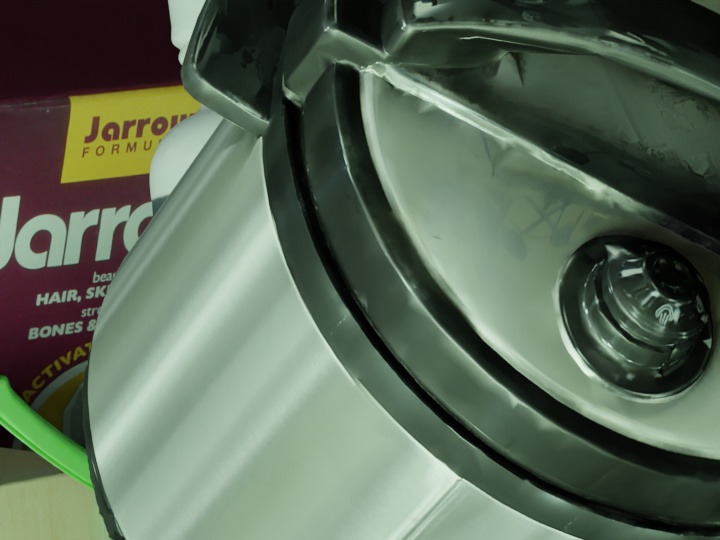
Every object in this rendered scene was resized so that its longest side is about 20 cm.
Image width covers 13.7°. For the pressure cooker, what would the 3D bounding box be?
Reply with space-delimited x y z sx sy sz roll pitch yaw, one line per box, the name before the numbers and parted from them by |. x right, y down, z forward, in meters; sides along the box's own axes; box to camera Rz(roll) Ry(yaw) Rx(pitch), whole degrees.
pressure cooker | 0.044 0.007 0.708 0.179 0.175 0.200 63 144 19

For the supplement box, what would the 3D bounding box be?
supplement box | -0.114 0.007 1.046 0.103 0.131 0.201 37 126 44

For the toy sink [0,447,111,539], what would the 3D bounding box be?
toy sink | -0.188 0.121 0.955 0.199 0.112 0.131 6 97 34

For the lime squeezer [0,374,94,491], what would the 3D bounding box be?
lime squeezer | -0.064 0.112 0.927 0.038 0.071 0.201 4 117 34

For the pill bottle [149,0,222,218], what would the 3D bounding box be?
pill bottle | 0.000 0.000 0.896 0.119 0.119 0.201 -10 88 54
